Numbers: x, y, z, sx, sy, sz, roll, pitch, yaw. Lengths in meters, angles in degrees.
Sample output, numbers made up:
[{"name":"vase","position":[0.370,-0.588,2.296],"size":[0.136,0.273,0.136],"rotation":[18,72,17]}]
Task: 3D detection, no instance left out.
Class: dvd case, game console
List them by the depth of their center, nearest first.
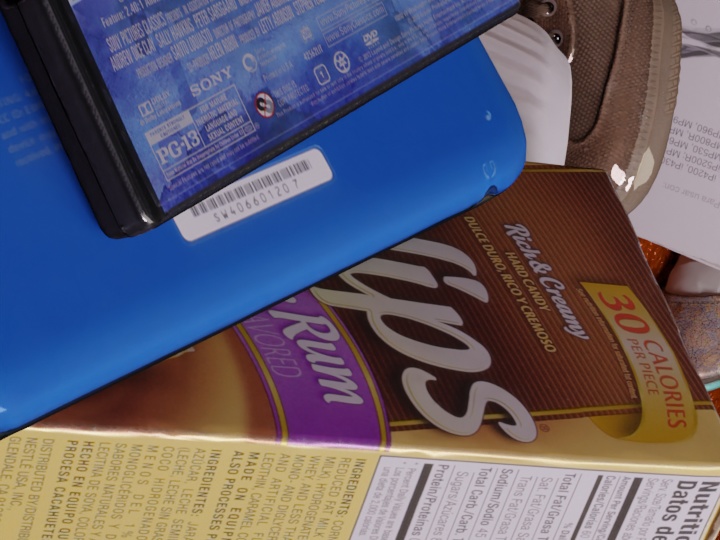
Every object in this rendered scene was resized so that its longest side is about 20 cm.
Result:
[{"name":"dvd case","position":[-0.046,-0.124,0.519],"size":[0.142,0.017,0.201],"rotation":[-34,104,-44]},{"name":"game console","position":[-0.087,-0.050,0.569],"size":[0.200,0.118,0.171],"rotation":[-26,86,-44]}]

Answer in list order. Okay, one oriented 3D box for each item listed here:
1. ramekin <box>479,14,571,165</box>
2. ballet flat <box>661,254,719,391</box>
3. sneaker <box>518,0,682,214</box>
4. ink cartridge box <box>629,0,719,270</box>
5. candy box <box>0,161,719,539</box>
[{"name":"ramekin","position":[0.000,0.000,0.736],"size":[0.202,0.094,0.204],"rotation":[-166,-90,-88]},{"name":"ballet flat","position":[0.184,0.002,1.134],"size":[0.200,0.068,0.068],"rotation":[-23,110,-53]},{"name":"sneaker","position":[0.059,-0.112,0.812],"size":[0.075,0.070,0.201],"rotation":[9,68,-24]},{"name":"ink cartridge box","position":[0.176,-0.109,0.988],"size":[0.147,0.082,0.201],"rotation":[-24,132,-67]},{"name":"candy box","position":[-0.022,0.020,0.569],"size":[0.199,0.117,0.057],"rotation":[6,128,-20]}]
